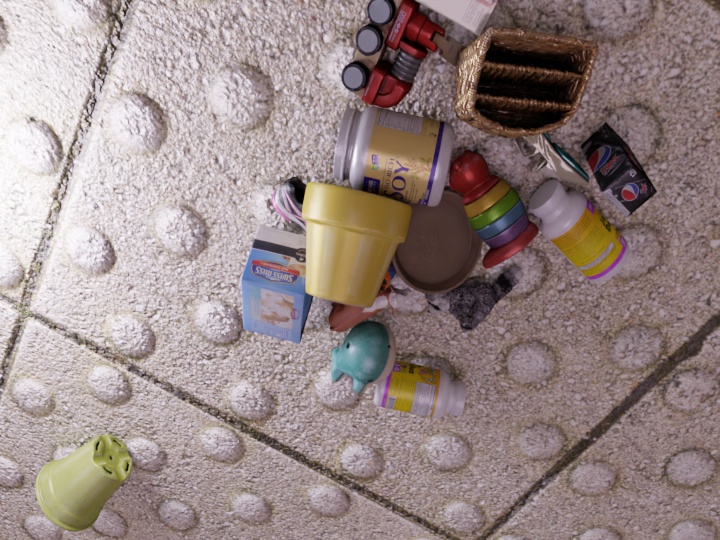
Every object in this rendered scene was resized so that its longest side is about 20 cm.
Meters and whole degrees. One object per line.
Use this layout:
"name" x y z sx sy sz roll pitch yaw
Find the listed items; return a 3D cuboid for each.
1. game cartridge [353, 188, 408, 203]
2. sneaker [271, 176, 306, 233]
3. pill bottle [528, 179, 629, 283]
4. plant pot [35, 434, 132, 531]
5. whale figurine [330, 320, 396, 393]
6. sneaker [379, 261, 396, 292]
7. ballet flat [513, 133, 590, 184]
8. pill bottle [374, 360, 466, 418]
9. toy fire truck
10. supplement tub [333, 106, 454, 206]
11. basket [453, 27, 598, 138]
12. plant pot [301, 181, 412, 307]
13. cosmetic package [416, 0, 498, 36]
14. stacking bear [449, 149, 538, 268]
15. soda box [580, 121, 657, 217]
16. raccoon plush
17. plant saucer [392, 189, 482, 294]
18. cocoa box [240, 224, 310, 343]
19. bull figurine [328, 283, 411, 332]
"game cartridge" 0.049 -0.159 1.302 0.125 0.039 0.205 -3 119 5
"sneaker" -0.081 -0.107 1.304 0.197 0.082 0.086 31 147 -11
"pill bottle" 0.408 -0.077 1.256 0.199 0.105 0.104 40 118 -16
"plant pot" -0.699 0.533 1.729 0.183 0.202 0.201 -38 110 13
"whale figurine" -0.012 0.182 1.438 0.102 0.164 0.197 20 152 -36
"sneaker" 0.000 0.000 1.352 0.196 0.078 0.078 10 122 43
"ballet flat" 0.332 -0.216 1.210 0.200 0.070 0.069 46 117 -8
"pill bottle" 0.133 0.267 1.485 0.193 0.105 0.107 12 122 0
"toy fire truck" 0.091 -0.360 1.142 0.196 0.129 0.179 29 121 2
"supplement tub" 0.058 -0.204 1.176 0.193 0.147 0.149 12 122 3
"basket" 0.261 -0.294 1.079 0.193 0.149 0.148 4 93 -12
"plant pot" -0.020 -0.042 1.196 0.194 0.201 0.195 13 92 0
"cosmetic package" 0.126 -0.471 1.070 0.195 0.104 0.089 25 119 -9
"stacking bear" 0.237 -0.129 1.249 0.202 0.121 0.113 54 141 -8
"soda box" 0.436 -0.177 1.138 0.070 0.202 0.063 38 118 -15
"raccoon plush" 0.221 0.026 1.376 0.200 0.097 0.134 -45 94 -3
"plant saucer" 0.146 -0.056 1.304 0.193 0.029 0.207 -4 103 -16
"cocoa box" -0.162 0.033 1.343 0.129 0.134 0.202 14 146 1
"bull figurine" 0.015 0.059 1.379 0.196 0.123 0.066 -26 115 21
